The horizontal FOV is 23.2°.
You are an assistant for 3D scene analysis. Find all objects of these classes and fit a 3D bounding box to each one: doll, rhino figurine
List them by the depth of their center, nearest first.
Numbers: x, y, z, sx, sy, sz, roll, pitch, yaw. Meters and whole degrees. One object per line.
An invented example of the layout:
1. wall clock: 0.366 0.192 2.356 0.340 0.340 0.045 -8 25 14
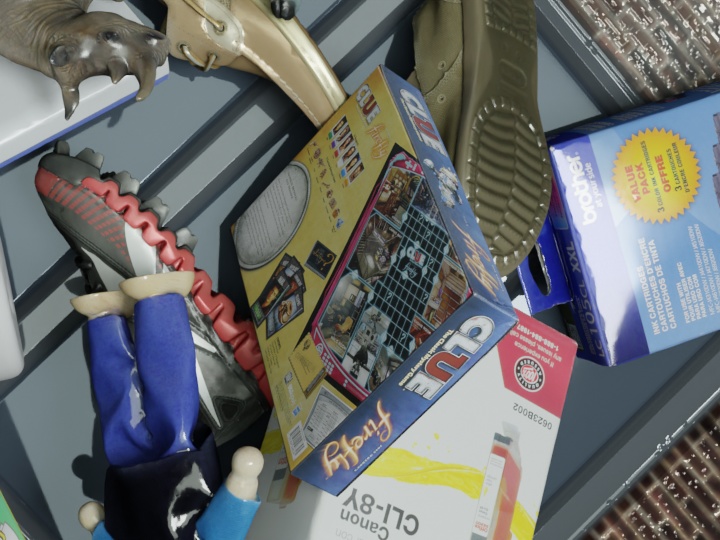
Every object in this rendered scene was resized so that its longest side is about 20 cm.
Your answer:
1. rhino figurine: -0.163 -0.144 0.908 0.087 0.060 0.200 -27 56 -23
2. doll: -0.098 0.105 0.909 0.048 0.136 0.202 -3 80 -51

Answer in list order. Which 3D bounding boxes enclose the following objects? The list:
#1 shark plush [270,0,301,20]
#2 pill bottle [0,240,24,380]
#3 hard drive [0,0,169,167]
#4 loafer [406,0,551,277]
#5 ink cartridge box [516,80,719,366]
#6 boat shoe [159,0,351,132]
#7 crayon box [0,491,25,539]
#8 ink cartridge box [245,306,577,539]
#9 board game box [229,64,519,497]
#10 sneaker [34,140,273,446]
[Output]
1. shark plush: -0.034 -0.223 0.963 0.090 0.083 0.201 35 47 -7
2. pill bottle: -0.288 0.019 0.935 0.198 0.120 0.121 -12 94 -10
3. hard drive: -0.220 -0.105 0.935 0.199 0.025 0.132 -31 61 -21
4. loafer: 0.063 -0.082 0.998 0.076 0.067 0.202 28 55 -36
5. ink cartridge box: 0.180 -0.029 1.046 0.198 0.076 0.138 -18 96 -8
6. boat shoe: -0.085 -0.145 0.996 0.065 0.071 0.200 -44 89 -1
7. crayon box: -0.247 0.167 0.899 0.171 0.059 0.201 -3 126 23
8. ink cartridge box: 0.025 0.109 0.969 0.144 0.083 0.202 28 66 -29
9. board game box: 0.000 0.000 0.917 0.034 0.201 0.135 30 116 -33
10. sneaker: -0.124 0.021 0.990 0.098 0.071 0.201 -43 100 -9
